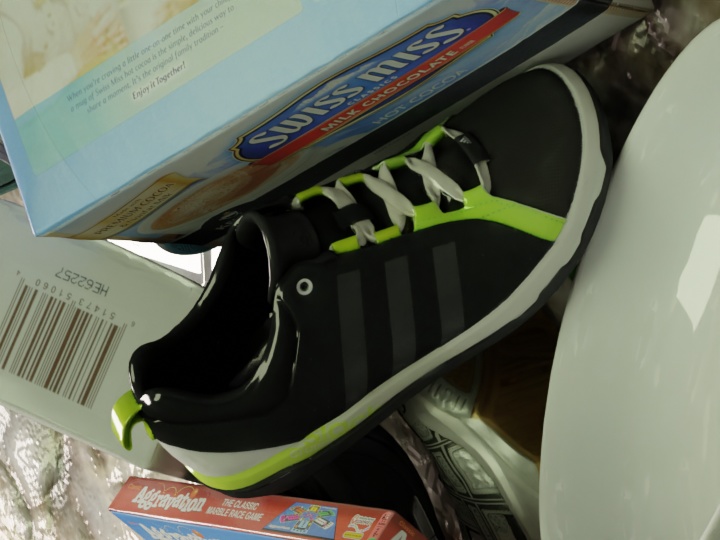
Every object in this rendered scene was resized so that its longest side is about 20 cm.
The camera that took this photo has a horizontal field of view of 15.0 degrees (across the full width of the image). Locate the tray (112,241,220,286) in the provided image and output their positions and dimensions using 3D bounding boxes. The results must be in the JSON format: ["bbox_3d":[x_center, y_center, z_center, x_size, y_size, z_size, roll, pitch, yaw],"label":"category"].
[{"bbox_3d":[-0.094,-0.019,1.228,0.200,0.022,0.108,15,110,52],"label":"tray"}]

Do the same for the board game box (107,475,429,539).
[{"bbox_3d":[-0.009,0.116,0.991,0.103,0.020,0.200,41,160,-24],"label":"board game box"}]

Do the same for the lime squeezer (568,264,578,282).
[{"bbox_3d":[0.029,-0.039,1.034,0.200,0.038,0.071,29,122,47],"label":"lime squeezer"}]

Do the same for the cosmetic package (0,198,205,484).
[{"bbox_3d":[-0.089,0.034,1.068,0.101,0.200,0.074,24,88,10],"label":"cosmetic package"}]

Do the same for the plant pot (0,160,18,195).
[{"bbox_3d":[-0.206,-0.136,1.206,0.200,0.199,0.197,-36,73,53],"label":"plant pot"}]

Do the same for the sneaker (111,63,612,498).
[{"bbox_3d":[0.000,0.000,0.924,0.200,0.083,0.072,-45,47,5],"label":"sneaker"}]

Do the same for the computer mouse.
[{"bbox_3d":[-0.007,0.100,1.069,0.140,0.046,0.200,19,149,50],"label":"computer mouse"}]

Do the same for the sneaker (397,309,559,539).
[{"bbox_3d":[0.051,0.076,1.001,0.200,0.075,0.088,50,138,37],"label":"sneaker"}]

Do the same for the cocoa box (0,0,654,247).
[{"bbox_3d":[-0.026,-0.108,0.954,0.199,0.131,0.134,-28,75,30],"label":"cocoa box"}]

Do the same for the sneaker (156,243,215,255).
[{"bbox_3d":[-0.079,-0.117,1.133,0.130,0.079,0.201,30,113,45],"label":"sneaker"}]

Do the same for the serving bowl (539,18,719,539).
[{"bbox_3d":[0.122,0.024,0.854,0.200,0.065,0.201,-165,90,-76],"label":"serving bowl"}]

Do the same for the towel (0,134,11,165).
[{"bbox_3d":[-0.139,-0.125,1.044,0.024,0.147,0.201,-24,64,18],"label":"towel"}]
